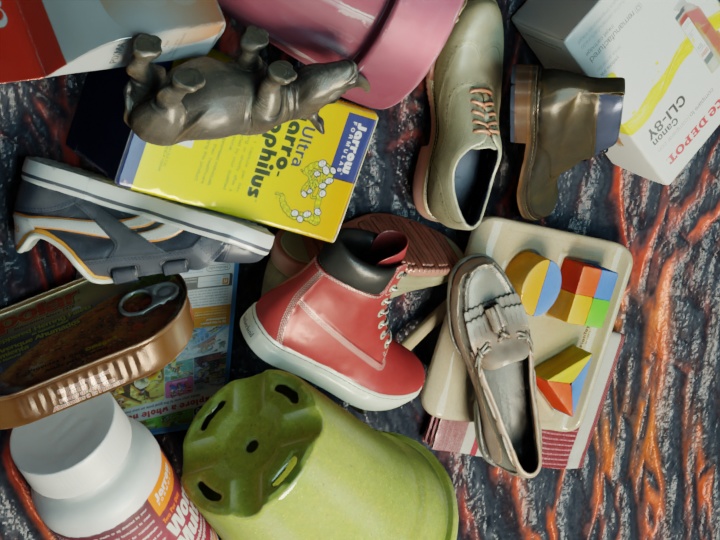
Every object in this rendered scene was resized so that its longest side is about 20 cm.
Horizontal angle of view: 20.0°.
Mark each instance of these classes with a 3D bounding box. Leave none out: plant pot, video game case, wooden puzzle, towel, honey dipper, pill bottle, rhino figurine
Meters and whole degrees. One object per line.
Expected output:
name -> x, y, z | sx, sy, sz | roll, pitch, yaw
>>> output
plant pot -> -0.047, 0.180, 1.667 | 0.201, 0.200, 0.184 | -49, 136, -8
plant pot -> -0.031, -0.244, 1.542 | 0.178, 0.200, 0.202 | 18, 99, -22
video game case -> -0.167, 0.039, 1.660 | 0.142, 0.018, 0.202 | -6, 112, -33
wooden puzzle -> 0.161, 0.056, 1.843 | 0.199, 0.046, 0.187 | 11, 100, -42
towel -> 0.154, 0.108, 1.905 | 0.199, 0.023, 0.145 | 13, 99, -39
honey dipper -> 0.060, 0.047, 1.811 | 0.200, 0.038, 0.038 | -43, 127, -18
pill bottle -> -0.195, 0.185, 1.626 | 0.109, 0.109, 0.201 | -40, 135, -14
rhino figurine -> -0.081, -0.130, 1.473 | 0.198, 0.060, 0.088 | -5, 149, -28

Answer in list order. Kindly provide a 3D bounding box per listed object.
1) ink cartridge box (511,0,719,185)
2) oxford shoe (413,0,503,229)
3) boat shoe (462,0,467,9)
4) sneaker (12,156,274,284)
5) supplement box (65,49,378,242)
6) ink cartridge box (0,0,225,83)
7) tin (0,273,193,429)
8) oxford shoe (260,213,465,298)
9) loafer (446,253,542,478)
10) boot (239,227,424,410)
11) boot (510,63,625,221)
ink cartridge box -> 0.248, -0.197, 1.805 | 0.145, 0.083, 0.200 | -48, 128, -8
oxford shoe -> 0.098, -0.133, 1.724 | 0.070, 0.074, 0.202 | -3, 108, -29
boat shoe -> 0.054, -0.231, 1.667 | 0.073, 0.069, 0.202 | 16, 99, -37
sneaker -> -0.168, -0.024, 1.558 | 0.198, 0.078, 0.080 | 16, 94, -1
supplement box -> -0.106, -0.107, 1.575 | 0.199, 0.109, 0.110 | 14, 101, -32
ink cartridge box -> -0.213, -0.219, 1.444 | 0.199, 0.163, 0.050 | -10, 157, -33
tin -> -0.223, 0.056, 1.558 | 0.198, 0.112, 0.042 | -22, 131, -9
oxford shoe -> 0.000, 0.000, 1.739 | 0.198, 0.071, 0.074 | 0, 132, -33
loafer -> 0.125, 0.084, 1.759 | 0.071, 0.063, 0.202 | -19, 112, -18
boot -> 0.017, 0.036, 1.678 | 0.144, 0.073, 0.199 | -43, 139, 21
boot -> 0.180, -0.103, 1.752 | 0.201, 0.096, 0.075 | 76, 18, -59
